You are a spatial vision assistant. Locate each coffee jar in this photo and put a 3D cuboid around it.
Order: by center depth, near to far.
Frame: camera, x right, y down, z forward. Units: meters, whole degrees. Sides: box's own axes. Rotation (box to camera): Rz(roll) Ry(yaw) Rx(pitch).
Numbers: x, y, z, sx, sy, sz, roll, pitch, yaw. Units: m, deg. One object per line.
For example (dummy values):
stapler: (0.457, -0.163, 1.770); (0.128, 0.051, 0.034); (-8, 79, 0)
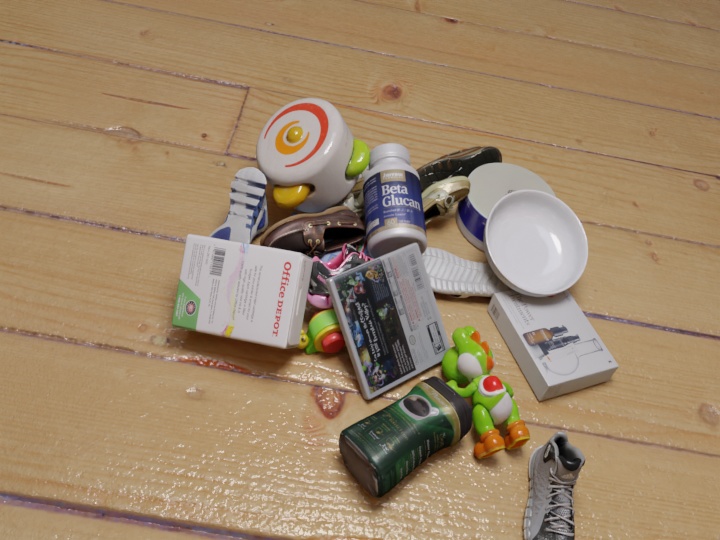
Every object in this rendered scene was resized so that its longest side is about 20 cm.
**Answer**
coffee jar: (0.071, 0.241, 1.009); (0.197, 0.087, 0.104); (-26, 39, -28)

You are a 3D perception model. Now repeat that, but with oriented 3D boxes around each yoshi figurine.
yoshi figurine: (0.189, 0.194, 1.091); (0.110, 0.112, 0.204); (-27, 66, 19)

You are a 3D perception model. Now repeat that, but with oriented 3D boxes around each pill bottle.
pill bottle: (0.060, -0.126, 1.241); (0.108, 0.112, 0.205); (1, 63, -10)

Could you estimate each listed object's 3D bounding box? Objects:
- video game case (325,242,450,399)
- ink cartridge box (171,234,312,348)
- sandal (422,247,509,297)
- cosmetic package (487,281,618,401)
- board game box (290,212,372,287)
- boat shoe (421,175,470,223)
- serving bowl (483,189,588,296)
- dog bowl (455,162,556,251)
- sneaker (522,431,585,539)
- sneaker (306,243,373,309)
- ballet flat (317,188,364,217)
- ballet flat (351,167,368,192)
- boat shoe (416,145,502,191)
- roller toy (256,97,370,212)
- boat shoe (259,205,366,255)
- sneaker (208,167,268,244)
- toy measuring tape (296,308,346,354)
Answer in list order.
video game case: (0.050, 0.080, 1.112); (0.179, 0.023, 0.205); (-22, 97, -28)
ink cartridge box: (-0.185, 0.034, 1.080); (0.195, 0.084, 0.149); (9, 87, 11)
sandal: (0.177, 0.016, 1.256); (0.197, 0.050, 0.084); (14, 65, 3)
cosmetic package: (0.336, 0.117, 1.197); (0.147, 0.052, 0.203); (-9, 52, -21)
board game box: (-0.057, -0.020, 1.247); (0.195, 0.037, 0.153); (17, 49, 2)
boat shoe: (0.131, -0.114, 1.315); (0.197, 0.074, 0.064); (-25, 63, -2)
serving bowl: (0.312, -0.043, 1.239); (0.194, 0.066, 0.206); (3, 69, -8)
dog bowl: (0.297, -0.124, 1.376); (0.194, 0.080, 0.204); (6, 49, -6)
sneaker: (0.280, 0.322, 0.964); (0.073, 0.117, 0.203); (9, 48, -2)
sneaker: (0.000, 0.000, 1.145); (0.195, 0.098, 0.079); (-11, 15, -20)
ballet flat: (-0.008, -0.137, 1.339); (0.196, 0.070, 0.070); (-17, 54, -23)
ballet flat: (-0.023, -0.193, 1.385); (0.198, 0.064, 0.068); (-31, 59, -32)
boat shoe: (0.205, -0.219, 1.454); (0.195, 0.077, 0.074); (-15, 25, -11)
roller toy: (-0.100, -0.217, 1.264); (0.199, 0.140, 0.183); (-39, 55, 1)
boat shoe: (-0.080, -0.062, 1.205); (0.196, 0.071, 0.071); (-21, 52, -27)
sneaker: (-0.213, -0.074, 1.238); (0.079, 0.115, 0.204); (18, 78, 10)
toy measuring tape: (-0.019, 0.091, 1.137); (0.195, 0.075, 0.074); (-14, 53, -21)
